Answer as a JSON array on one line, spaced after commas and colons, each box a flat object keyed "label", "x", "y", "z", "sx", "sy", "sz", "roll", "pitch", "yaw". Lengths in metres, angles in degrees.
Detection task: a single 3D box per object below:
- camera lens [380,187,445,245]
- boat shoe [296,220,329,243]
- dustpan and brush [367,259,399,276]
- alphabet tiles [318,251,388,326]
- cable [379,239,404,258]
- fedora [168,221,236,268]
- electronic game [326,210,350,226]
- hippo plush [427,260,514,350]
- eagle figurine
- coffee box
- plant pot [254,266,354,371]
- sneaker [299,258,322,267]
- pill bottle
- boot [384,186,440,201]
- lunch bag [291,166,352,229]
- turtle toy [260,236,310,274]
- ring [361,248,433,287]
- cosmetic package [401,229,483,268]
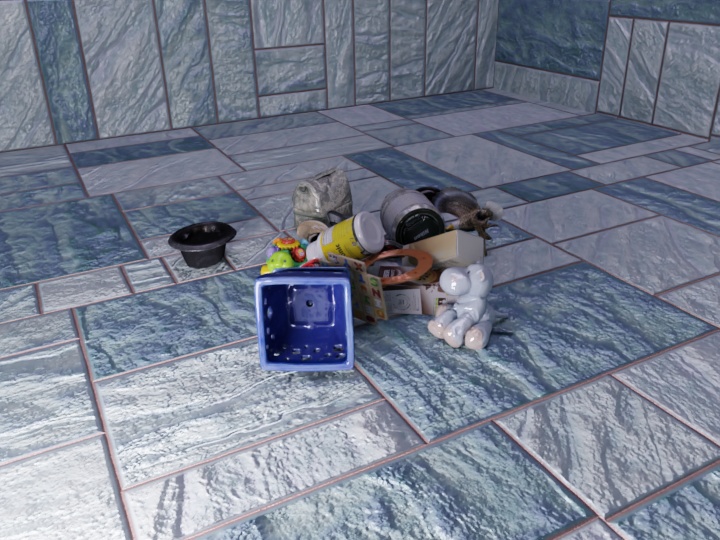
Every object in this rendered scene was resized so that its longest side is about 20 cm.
[{"label": "camera lens", "x": 0.149, "y": -0.141, "z": 1.921, "sx": 0.158, "sy": 0.161, "sz": 0.200, "roll": -6, "pitch": 26, "yaw": -11}, {"label": "boat shoe", "x": -0.124, "y": -0.096, "z": 1.940, "sx": 0.199, "sy": 0.074, "sz": 0.069, "roll": 22, "pitch": 28, "yaw": 38}, {"label": "dustpan and brush", "x": 0.000, "y": 0.000, "z": 1.774, "sx": 0.198, "sy": 0.058, "sz": 0.140, "roll": 3, "pitch": 13, "yaw": -6}, {"label": "alphabet tiles", "x": -0.016, "y": 0.044, "z": 1.505, "sx": 0.165, "sy": 0.201, "sz": 0.006, "roll": 17, "pitch": 50, "yaw": 29}, {"label": "cable", "x": 0.117, "y": -0.063, "z": 1.790, "sx": 0.198, "sy": 0.097, "sz": 0.051, "roll": -2, "pitch": 65, "yaw": -11}, {"label": "fedora", "x": -0.442, "y": -0.065, "z": 1.869, "sx": 0.198, "sy": 0.092, "sz": 0.201, "roll": -1, "pitch": 26, "yaw": 1}, {"label": "electronic game", "x": -0.010, "y": -0.109, "z": 1.875, "sx": 0.199, "sy": 0.042, "sz": 0.200, "roll": 32, "pitch": -7, "yaw": 4}, {"label": "hippo plush", "x": 0.250, "y": 0.072, "z": 1.473, "sx": 0.198, "sy": 0.162, "sz": 0.160, "roll": -1, "pitch": 25, "yaw": 1}, {"label": "eagle figurine", "x": 0.306, "y": -0.153, "z": 1.933, "sx": 0.150, "sy": 0.153, "sz": 0.200, "roll": 10, "pitch": 19, "yaw": -23}, {"label": "coffee box", "x": 0.141, "y": 0.048, "z": 1.621, "sx": 0.198, "sy": 0.081, "sz": 0.113, "roll": 1, "pitch": 26, "yaw": 5}, {"label": "plant pot", "x": -0.110, "y": 0.090, "z": 1.408, "sx": 0.198, "sy": 0.202, "sz": 0.180, "roll": -1, "pitch": 14, "yaw": 2}, {"label": "sneaker", "x": -0.069, "y": 0.012, "z": 1.654, "sx": 0.200, "sy": 0.108, "sz": 0.068, "roll": -13, "pitch": 59, "yaw": -13}, {"label": "pill bottle", "x": -0.044, "y": -0.068, "z": 1.724, "sx": 0.199, "sy": 0.112, "sz": 0.111, "roll": -23, "pitch": 11, "yaw": 35}, {"label": "boot", "x": 0.171, "y": -0.209, "z": 2.151, "sx": 0.209, "sy": 0.080, "sz": 0.158, "roll": -10, "pitch": 18, "yaw": 6}, {"label": "lunch bag", "x": -0.120, "y": -0.227, "z": 2.104, "sx": 0.138, "sy": 0.169, "sz": 0.200, "roll": 16, "pitch": 30, "yaw": 31}, {"label": "turtle toy", "x": -0.196, "y": -0.029, "z": 1.772, "sx": 0.144, "sy": 0.102, "sz": 0.200, "roll": 2, "pitch": 26, "yaw": 7}, {"label": "ring", "x": 0.079, "y": -0.005, "z": 1.609, "sx": 0.198, "sy": 0.019, "sz": 0.201, "roll": -10, "pitch": 23, "yaw": 4}, {"label": "cosmetic package", "x": 0.206, "y": -0.039, "z": 1.674, "sx": 0.105, "sy": 0.072, "sz": 0.199, "roll": 16, "pitch": -20, "yaw": -37}]
